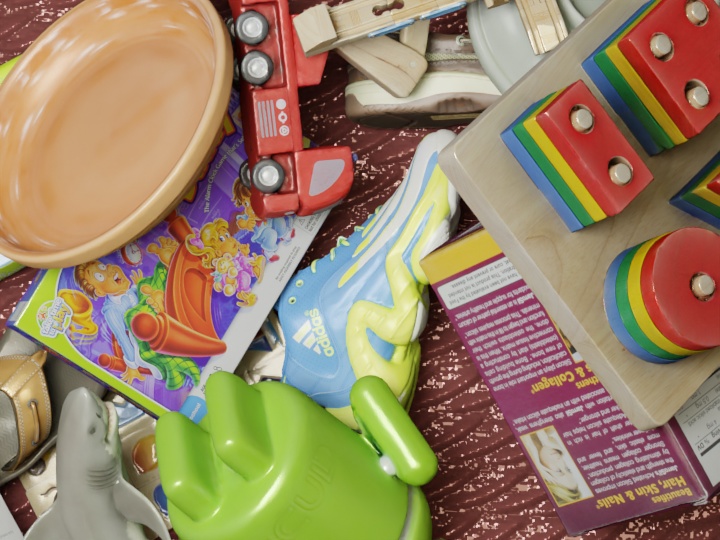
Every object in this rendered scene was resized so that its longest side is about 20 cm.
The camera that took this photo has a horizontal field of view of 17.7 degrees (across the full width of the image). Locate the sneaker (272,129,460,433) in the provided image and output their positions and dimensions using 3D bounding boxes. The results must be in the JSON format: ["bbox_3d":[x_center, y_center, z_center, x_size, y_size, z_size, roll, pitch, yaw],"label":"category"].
[{"bbox_3d":[0.000,0.000,1.465,0.105,0.076,0.201,15,88,6],"label":"sneaker"}]

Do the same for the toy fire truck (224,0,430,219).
[{"bbox_3d":[-0.011,-0.138,1.428,0.140,0.049,0.201,-7,95,-13],"label":"toy fire truck"}]

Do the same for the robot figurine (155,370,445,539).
[{"bbox_3d":[-0.037,0.145,1.413,0.175,0.116,0.200,-40,125,17],"label":"robot figurine"}]

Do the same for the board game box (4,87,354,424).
[{"bbox_3d":[-0.113,-0.015,1.456,0.134,0.045,0.201,33,80,-13],"label":"board game box"}]

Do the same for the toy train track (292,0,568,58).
[{"bbox_3d":[0.057,-0.174,1.382,0.199,0.033,0.115,-19,73,-2],"label":"toy train track"}]

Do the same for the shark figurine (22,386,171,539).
[{"bbox_3d":[-0.162,0.183,1.429,0.089,0.128,0.215,-22,91,-18],"label":"shark figurine"}]

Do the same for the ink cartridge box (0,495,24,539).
[{"bbox_3d":[-0.307,0.161,1.451,0.145,0.084,0.201,-33,84,27],"label":"ink cartridge box"}]

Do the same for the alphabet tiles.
[{"bbox_3d":[-0.139,0.083,1.505,0.199,0.006,0.167,-28,85,2],"label":"alphabet tiles"}]

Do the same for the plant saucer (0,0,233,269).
[{"bbox_3d":[-0.154,-0.086,1.411,0.200,0.037,0.201,-21,50,27],"label":"plant saucer"}]

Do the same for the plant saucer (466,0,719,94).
[{"bbox_3d":[0.167,-0.165,1.431,0.199,0.050,0.201,3,58,-5],"label":"plant saucer"}]

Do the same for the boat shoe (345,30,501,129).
[{"bbox_3d":[0.090,-0.133,1.469,0.201,0.075,0.075,0,81,5],"label":"boat shoe"}]

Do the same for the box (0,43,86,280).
[{"bbox_3d":[-0.248,-0.056,1.502,0.199,0.048,0.122,-27,84,2],"label":"box"}]

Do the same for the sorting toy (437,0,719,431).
[{"bbox_3d":[0.178,-0.049,1.315,0.200,0.070,0.199,-43,99,-32],"label":"sorting toy"}]

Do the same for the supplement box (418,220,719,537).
[{"bbox_3d":[0.149,0.043,1.394,0.103,0.131,0.201,-31,94,-39],"label":"supplement box"}]

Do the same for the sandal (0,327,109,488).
[{"bbox_3d":[-0.231,0.088,1.479,0.200,0.055,0.082,-42,82,8],"label":"sandal"}]
